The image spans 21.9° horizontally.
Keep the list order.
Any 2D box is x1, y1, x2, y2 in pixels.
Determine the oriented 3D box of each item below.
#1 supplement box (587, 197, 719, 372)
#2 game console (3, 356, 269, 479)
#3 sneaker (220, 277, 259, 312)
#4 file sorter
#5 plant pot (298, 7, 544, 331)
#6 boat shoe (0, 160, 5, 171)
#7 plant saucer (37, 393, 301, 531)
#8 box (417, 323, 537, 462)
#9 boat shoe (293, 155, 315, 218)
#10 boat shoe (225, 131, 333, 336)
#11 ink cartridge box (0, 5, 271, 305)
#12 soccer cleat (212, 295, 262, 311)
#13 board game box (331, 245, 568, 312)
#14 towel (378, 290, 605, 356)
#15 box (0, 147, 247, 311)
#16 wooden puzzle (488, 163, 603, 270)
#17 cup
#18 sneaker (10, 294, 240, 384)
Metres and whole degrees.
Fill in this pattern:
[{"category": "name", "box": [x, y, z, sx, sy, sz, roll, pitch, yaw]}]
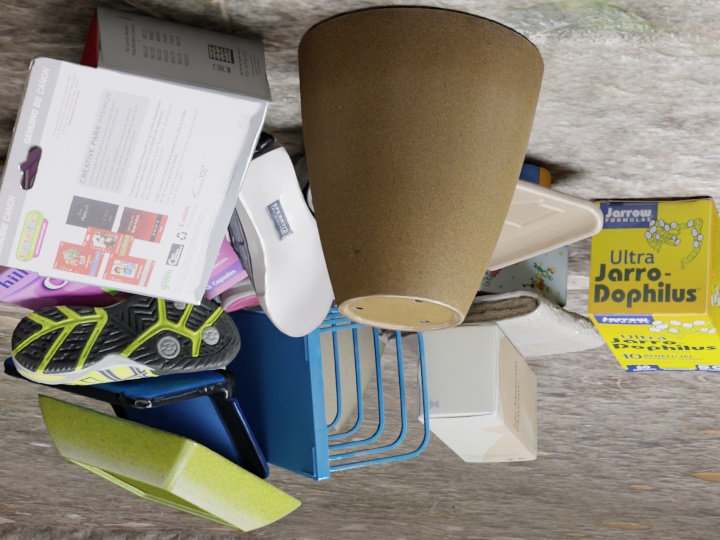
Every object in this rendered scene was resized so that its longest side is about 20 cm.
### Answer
[{"category": "supplement box", "box": [0.282, 0.018, 1.713, 0.108, 0.110, 0.200, -1, 162, 19]}, {"category": "game console", "box": [-0.208, 0.138, 1.726, 0.199, 0.119, 0.170, 9, -167, 40]}, {"category": "sneaker", "box": [-0.090, -0.015, 1.791, 0.073, 0.088, 0.200, -15, 180, 20]}, {"category": "file sorter", "box": [-0.034, 0.104, 1.740, 0.122, 0.140, 0.200, -7, -174, -26]}, {"category": "plant pot", "box": [0.037, -0.063, 1.370, 0.185, 0.201, 0.186, 5, 164, 1]}, {"category": "boat shoe", "box": [-0.292, -0.068, 1.667, 0.199, 0.065, 0.073, -16, 151, 42]}, {"category": "plant saucer", "box": [-0.187, 0.190, 1.757, 0.199, 0.048, 0.200, 12, 164, 35]}, {"category": "box", "box": [0.115, 0.121, 1.801, 0.077, 0.095, 0.200, -3, 163, 16]}, {"category": "boat shoe", "box": [-0.021, -0.065, 1.551, 0.066, 0.072, 0.200, -37, -168, -33]}, {"category": "boat shoe", "box": [-0.083, -0.043, 1.544, 0.093, 0.074, 0.201, 38, 150, 48]}, {"category": "ink cartridge box", "box": [-0.179, -0.087, 1.389, 0.175, 0.084, 0.201, 11, 127, -17]}, {"category": "soccer cleat", "box": [-0.132, 0.011, 1.856, 0.067, 0.081, 0.200, -6, 160, 32]}, {"category": "board game box", "box": [0.085, 0.008, 1.819, 0.199, 0.065, 0.148, 8, 163, -14]}, {"category": "towel", "box": [0.127, 0.058, 1.808, 0.199, 0.035, 0.132, -10, 159, 37]}, {"category": "box", "box": [-0.206, -0.036, 1.599, 0.176, 0.097, 0.200, -31, 147, 27]}, {"category": "wooden puzzle", "box": [0.084, -0.066, 1.618, 0.199, 0.047, 0.185, 20, 158, -26]}, {"category": "cup", "box": [-0.068, 0.101, 2.026, 0.199, 0.144, 0.200, 5, 164, 1]}, {"category": "sneaker", "box": [-0.205, 0.060, 1.613, 0.199, 0.076, 0.076, 0, 164, -15]}]
